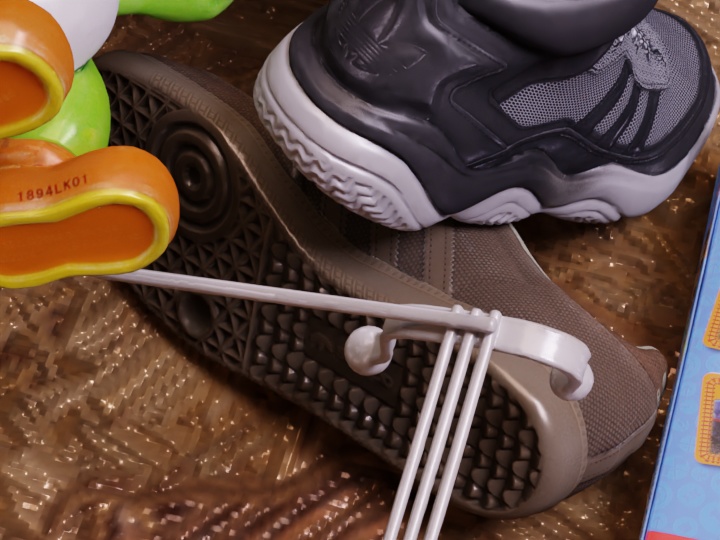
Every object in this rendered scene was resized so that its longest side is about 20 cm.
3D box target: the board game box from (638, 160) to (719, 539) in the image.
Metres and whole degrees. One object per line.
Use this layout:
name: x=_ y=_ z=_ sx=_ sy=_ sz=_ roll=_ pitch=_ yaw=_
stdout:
board game box: x=0.159 y=0.053 z=0.769 sx=0.150 sy=0.037 sz=0.201 roll=13 pitch=54 yaw=7

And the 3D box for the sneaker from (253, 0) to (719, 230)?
sneaker: x=0.065 y=-0.074 z=0.773 sx=0.199 sy=0.114 sz=0.076 roll=-11 pitch=55 yaw=-52

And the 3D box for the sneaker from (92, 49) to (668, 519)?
sneaker: x=0.000 y=0.000 z=0.798 sx=0.200 sy=0.071 sz=0.075 roll=40 pitch=37 yaw=25

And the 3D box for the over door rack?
over door rack: x=-0.050 y=0.069 z=0.710 sx=0.199 sy=0.067 sz=0.149 roll=11 pitch=72 yaw=22

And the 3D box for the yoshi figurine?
yoshi figurine: x=-0.075 y=-0.099 z=0.731 sx=0.111 sy=0.113 sz=0.201 roll=14 pitch=43 yaw=-20
